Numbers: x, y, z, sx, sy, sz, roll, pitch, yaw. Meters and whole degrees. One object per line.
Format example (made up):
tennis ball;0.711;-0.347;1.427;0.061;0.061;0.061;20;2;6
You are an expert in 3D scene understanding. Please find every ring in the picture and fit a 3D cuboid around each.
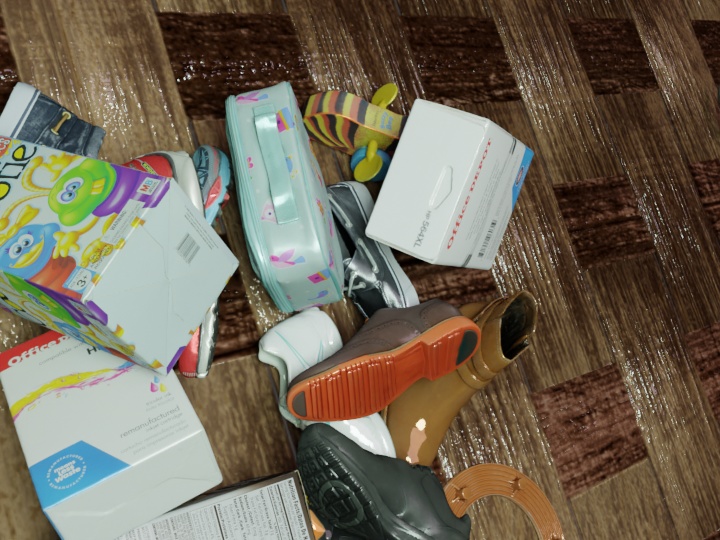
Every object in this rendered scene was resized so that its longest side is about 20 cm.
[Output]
ring;0.153;0.307;0.940;0.200;0.019;0.201;14;65;-31

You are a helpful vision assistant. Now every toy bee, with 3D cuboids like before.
toy bee;0.038;-0.154;0.978;0.199;0.109;0.131;5;66;-34

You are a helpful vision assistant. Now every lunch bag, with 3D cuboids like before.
lunch bag;-0.074;-0.070;0.830;0.077;0.160;0.201;-16;72;3

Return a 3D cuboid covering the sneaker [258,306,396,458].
sneaker;-0.035;0.137;0.849;0.080;0.070;0.201;-23;79;-33

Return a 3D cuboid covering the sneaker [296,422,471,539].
sneaker;0.023;0.201;0.786;0.200;0.076;0.091;49;47;-15

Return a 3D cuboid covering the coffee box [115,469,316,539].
coffee box;-0.147;0.229;0.702;0.200;0.113;0.080;-10;79;-38

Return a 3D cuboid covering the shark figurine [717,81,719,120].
shark figurine;0.657;-0.211;1.466;0.214;0.128;0.090;35;29;2

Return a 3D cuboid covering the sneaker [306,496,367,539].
sneaker;-0.003;0.272;0.811;0.090;0.070;0.200;-39;94;-35

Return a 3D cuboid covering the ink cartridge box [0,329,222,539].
ink cartridge box;-0.198;0.097;0.659;0.116;0.067;0.200;-26;46;-17

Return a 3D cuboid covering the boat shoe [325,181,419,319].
boat shoe;0.000;0.000;0.917;0.068;0.072;0.201;-12;77;-39

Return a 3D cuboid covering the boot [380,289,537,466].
boot;0.105;0.115;0.892;0.077;0.155;0.200;40;55;-16

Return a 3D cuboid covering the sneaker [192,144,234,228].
sneaker;-0.185;-0.047;0.803;0.095;0.079;0.200;31;58;-19

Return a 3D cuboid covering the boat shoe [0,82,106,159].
boat shoe;-0.285;-0.064;0.743;0.091;0.071;0.201;26;58;-22

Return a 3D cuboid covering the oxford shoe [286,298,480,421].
oxford shoe;0.013;0.082;0.830;0.200;0.071;0.073;-18;42;-24

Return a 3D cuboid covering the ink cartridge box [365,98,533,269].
ink cartridge box;0.099;-0.083;0.917;0.200;0.084;0.146;6;106;-66

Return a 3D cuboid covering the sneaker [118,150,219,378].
sneaker;-0.166;-0.002;0.736;0.085;0.077;0.201;-10;74;-13

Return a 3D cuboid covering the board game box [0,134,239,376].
board game box;-0.210;-0.016;0.639;0.103;0.200;0.105;-60;145;-22
